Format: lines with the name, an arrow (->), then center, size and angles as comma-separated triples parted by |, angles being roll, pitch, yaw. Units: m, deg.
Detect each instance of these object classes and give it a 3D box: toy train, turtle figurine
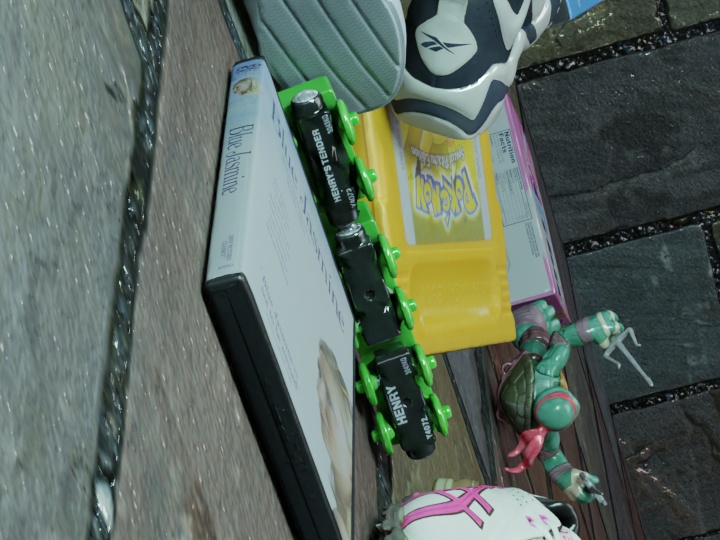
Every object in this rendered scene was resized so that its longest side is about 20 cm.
toy train -> 0.000, 0.000, 1.067 | 0.056, 0.041, 0.201 | -113, -176, -66
turtle figurine -> 0.155, 0.096, 1.736 | 0.200, 0.100, 0.151 | -124, -130, -74

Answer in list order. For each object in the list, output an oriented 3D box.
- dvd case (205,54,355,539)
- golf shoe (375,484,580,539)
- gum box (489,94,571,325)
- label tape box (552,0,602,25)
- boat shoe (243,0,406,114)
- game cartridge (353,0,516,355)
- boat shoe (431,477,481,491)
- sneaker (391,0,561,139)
dvd case -> -0.029, 0.015, 0.906 | 0.200, 0.017, 0.143 | -90, 163, -61
golf shoe -> 0.059, 0.134, 1.049 | 0.200, 0.091, 0.073 | -30, 107, -80
gum box -> 0.122, -0.053, 1.902 | 0.114, 0.066, 0.202 | 48, 28, -71
label tape box -> 0.129, -0.277, 1.871 | 0.063, 0.198, 0.145 | -72, 146, -75
boat shoe -> -0.028, -0.152, 1.021 | 0.200, 0.071, 0.062 | 62, 18, -50
game cartridge -> 0.034, -0.054, 1.210 | 0.176, 0.032, 0.202 | -5, 85, -66
boat shoe -> 0.081, 0.202, 1.164 | 0.074, 0.066, 0.201 | 56, 21, -67
sneaker -> 0.068, -0.178, 1.151 | 0.130, 0.079, 0.200 | 98, 16, -46
